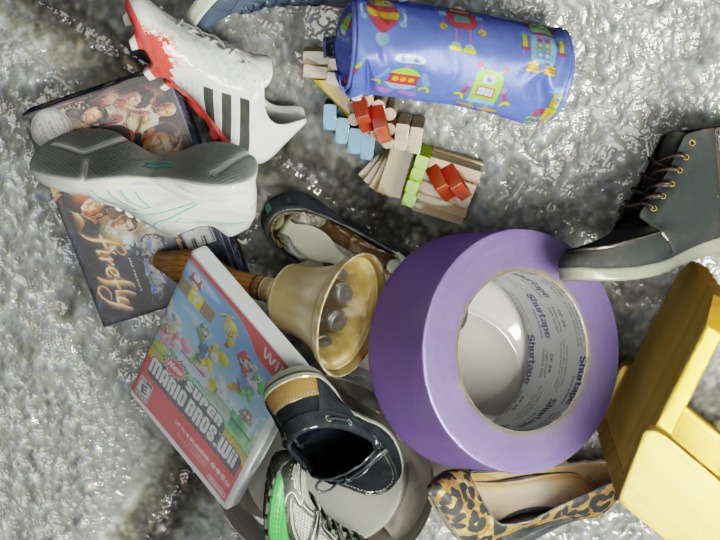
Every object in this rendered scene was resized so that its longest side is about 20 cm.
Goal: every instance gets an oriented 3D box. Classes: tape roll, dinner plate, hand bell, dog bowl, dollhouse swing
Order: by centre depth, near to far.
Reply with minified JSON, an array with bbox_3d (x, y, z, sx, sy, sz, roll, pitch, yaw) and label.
[{"bbox_3d":[0.295,0.124,1.627,0.182,0.200,0.176,39,101,-7],"label":"dollhouse swing"},{"bbox_3d":[0.112,0.067,1.629,0.200,0.085,0.200,1,89,-32],"label":"tape roll"},{"bbox_3d":[-0.089,0.012,1.639,0.200,0.104,0.104,16,109,29],"label":"hand bell"},{"bbox_3d":[-0.029,0.170,1.726,0.200,0.059,0.200,4,112,11],"label":"dog bowl"},{"bbox_3d":[0.077,0.092,1.727,0.200,0.024,0.200,2,106,5],"label":"dinner plate"}]

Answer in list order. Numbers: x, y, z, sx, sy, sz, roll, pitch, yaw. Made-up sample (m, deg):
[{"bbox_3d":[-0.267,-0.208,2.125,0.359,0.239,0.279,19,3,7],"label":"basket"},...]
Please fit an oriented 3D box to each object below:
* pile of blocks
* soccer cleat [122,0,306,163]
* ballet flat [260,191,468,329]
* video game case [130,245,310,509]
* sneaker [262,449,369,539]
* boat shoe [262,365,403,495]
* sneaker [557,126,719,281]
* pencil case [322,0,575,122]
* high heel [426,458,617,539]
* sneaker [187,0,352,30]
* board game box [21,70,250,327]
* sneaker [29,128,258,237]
[{"bbox_3d":[0.018,-0.107,1.653,0.200,0.062,0.082,41,105,-7],"label":"pile of blocks"},{"bbox_3d":[-0.121,-0.167,1.620,0.085,0.069,0.200,-32,127,10],"label":"soccer cleat"},{"bbox_3d":[0.000,0.000,1.669,0.200,0.073,0.073,32,106,3],"label":"ballet flat"},{"bbox_3d":[-0.122,0.093,1.653,0.143,0.017,0.200,48,138,19],"label":"video game case"},{"bbox_3d":[-0.029,0.235,1.689,0.085,0.078,0.200,-15,117,11],"label":"sneaker"},{"bbox_3d":[-0.018,0.146,1.600,0.075,0.062,0.200,-26,145,9],"label":"boat shoe"},{"bbox_3d":[0.236,-0.055,1.616,0.200,0.075,0.106,-17,99,-32],"label":"sneaker"},{"bbox_3d":[0.072,-0.169,1.598,0.200,0.078,0.087,7,119,-14],"label":"pencil case"},{"bbox_3d":[0.145,0.180,1.677,0.142,0.200,0.071,-32,60,16],"label":"high heel"},{"bbox_3d":[-0.045,-0.236,1.613,0.200,0.075,0.085,-30,97,12],"label":"sneaker"},{"bbox_3d":[-0.193,-0.065,1.697,0.135,0.035,0.200,-18,104,9],"label":"board game box"},{"bbox_3d":[-0.181,-0.066,1.642,0.200,0.070,0.080,9,135,13],"label":"sneaker"}]
